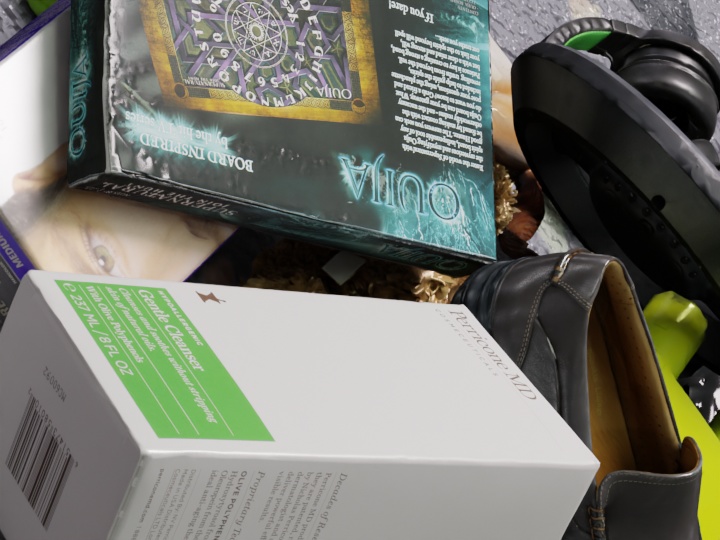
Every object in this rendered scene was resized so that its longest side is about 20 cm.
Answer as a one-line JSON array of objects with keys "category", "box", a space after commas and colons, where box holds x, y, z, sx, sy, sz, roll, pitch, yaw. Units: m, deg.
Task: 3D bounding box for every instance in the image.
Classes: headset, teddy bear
[{"category": "headset", "box": [0.161, -0.062, 1.262, 0.199, 0.094, 0.124, 14, 60, -28]}, {"category": "teddy bear", "box": [0.000, 0.000, 0.996, 0.144, 0.067, 0.201, 15, 48, -12]}]

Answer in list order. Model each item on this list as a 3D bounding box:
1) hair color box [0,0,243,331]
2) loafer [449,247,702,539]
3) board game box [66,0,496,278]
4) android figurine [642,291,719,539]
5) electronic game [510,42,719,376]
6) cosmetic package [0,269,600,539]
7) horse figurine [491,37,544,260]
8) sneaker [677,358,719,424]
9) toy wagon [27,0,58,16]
[{"category": "hair color box", "box": [-0.087, -0.058, 0.899, 0.110, 0.065, 0.200, 55, 51, -14]}, {"category": "loafer", "box": [0.103, 0.087, 0.906, 0.073, 0.072, 0.201, -32, 100, -42]}, {"category": "board game box", "box": [-0.026, -0.080, 0.897, 0.199, 0.028, 0.137, 13, 70, -41]}, {"category": "android figurine", "box": [0.106, 0.105, 0.977, 0.182, 0.041, 0.200, 52, 53, -16]}, {"category": "electronic game", "box": [0.138, -0.023, 1.049, 0.200, 0.042, 0.200, 49, -8, 9]}, {"category": "cosmetic package", "box": [-0.028, 0.068, 0.824, 0.199, 0.085, 0.108, 3, 32, -38]}, {"category": "horse figurine", "box": [0.046, -0.094, 1.136, 0.132, 0.050, 0.201, -16, 81, -51]}, {"category": "sneaker", "box": [0.155, 0.101, 1.124, 0.111, 0.073, 0.202, 11, 61, -51]}, {"category": "toy wagon", "box": [-0.091, -0.149, 1.008, 0.155, 0.039, 0.201, -28, 91, -54]}]
